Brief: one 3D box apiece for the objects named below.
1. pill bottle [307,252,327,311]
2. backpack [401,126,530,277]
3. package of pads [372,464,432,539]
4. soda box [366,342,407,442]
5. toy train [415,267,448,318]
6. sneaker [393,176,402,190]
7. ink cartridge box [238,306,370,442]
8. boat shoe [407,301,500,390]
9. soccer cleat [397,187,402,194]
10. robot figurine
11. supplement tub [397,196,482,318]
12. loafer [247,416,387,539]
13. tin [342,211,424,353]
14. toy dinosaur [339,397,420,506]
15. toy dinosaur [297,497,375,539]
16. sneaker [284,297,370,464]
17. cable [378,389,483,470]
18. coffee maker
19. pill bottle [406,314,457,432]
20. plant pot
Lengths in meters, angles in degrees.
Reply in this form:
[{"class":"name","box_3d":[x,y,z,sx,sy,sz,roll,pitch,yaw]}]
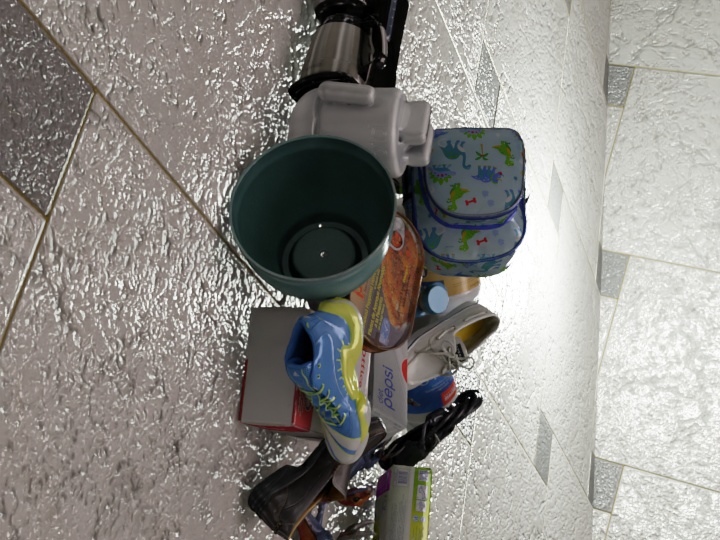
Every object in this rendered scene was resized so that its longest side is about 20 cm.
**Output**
[{"class":"pill bottle","box_3d":[0.000,0.000,1.498,0.200,0.110,0.112,-52,135,-55]},{"class":"backpack","box_3d":[0.149,-0.100,1.503,0.147,0.181,0.202,99,-11,-74]},{"class":"package of pads","box_3d":[0.056,0.376,1.577,0.200,0.067,0.156,106,-10,-72]},{"class":"soda box","box_3d":[0.024,0.142,1.525,0.068,0.063,0.201,33,39,-27]},{"class":"toy train","box_3d":[0.065,-0.022,1.625,0.084,0.115,0.202,-13,92,-43]},{"class":"sneaker","box_3d":[-0.004,-0.135,1.554,0.199,0.080,0.075,10,97,-60]},{"class":"ink cartridge box","box_3d":[-0.067,0.139,1.368,0.200,0.082,0.148,34,59,-61]},{"class":"boat shoe","box_3d":[0.134,0.121,1.594,0.201,0.086,0.075,-32,119,-27]},{"class":"soccer cleat","box_3d":[0.101,-0.142,1.668,0.200,0.081,0.068,46,-16,50]},{"class":"robot figurine","box_3d":[-0.007,-0.177,1.367,0.170,0.198,0.114,76,21,-49]},{"class":"supplement tub","box_3d":[0.123,-0.020,1.745,0.145,0.143,0.202,-42,126,-60]},{"class":"loafer","box_3d":[-0.040,0.256,1.321,0.199,0.072,0.073,-34,154,-20]},{"class":"tin","box_3d":[0.025,0.013,1.402,0.112,0.042,0.202,35,54,-33]},{"class":"toy dinosaur","box_3d":[0.018,0.264,1.567,0.183,0.104,0.200,-64,160,-14]},{"class":"toy dinosaur","box_3d":[-0.045,0.369,1.397,0.182,0.104,0.201,48,54,-29]},{"class":"sneaker","box_3d":[-0.048,0.136,1.252,0.104,0.075,0.202,-11,99,-46]},{"class":"cable","box_3d":[0.105,0.243,1.621,0.163,0.051,0.200,-35,167,-34]},{"class":"coffee maker","box_3d":[-0.007,-0.295,1.490,0.192,0.133,0.202,65,31,-61]},{"class":"pill bottle","box_3d":[0.095,0.172,1.710,0.112,0.111,0.202,-58,140,-52]},{"class":"plant pot","box_3d":[-0.050,-0.044,1.305,0.135,0.198,0.202,80,20,-60]}]
